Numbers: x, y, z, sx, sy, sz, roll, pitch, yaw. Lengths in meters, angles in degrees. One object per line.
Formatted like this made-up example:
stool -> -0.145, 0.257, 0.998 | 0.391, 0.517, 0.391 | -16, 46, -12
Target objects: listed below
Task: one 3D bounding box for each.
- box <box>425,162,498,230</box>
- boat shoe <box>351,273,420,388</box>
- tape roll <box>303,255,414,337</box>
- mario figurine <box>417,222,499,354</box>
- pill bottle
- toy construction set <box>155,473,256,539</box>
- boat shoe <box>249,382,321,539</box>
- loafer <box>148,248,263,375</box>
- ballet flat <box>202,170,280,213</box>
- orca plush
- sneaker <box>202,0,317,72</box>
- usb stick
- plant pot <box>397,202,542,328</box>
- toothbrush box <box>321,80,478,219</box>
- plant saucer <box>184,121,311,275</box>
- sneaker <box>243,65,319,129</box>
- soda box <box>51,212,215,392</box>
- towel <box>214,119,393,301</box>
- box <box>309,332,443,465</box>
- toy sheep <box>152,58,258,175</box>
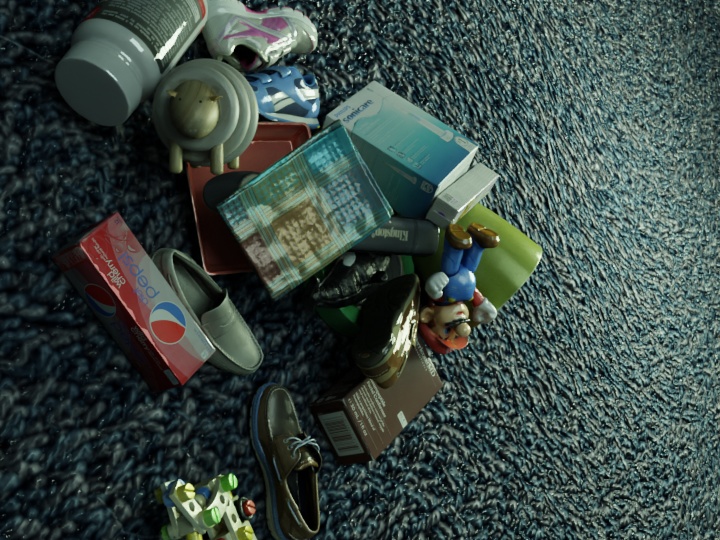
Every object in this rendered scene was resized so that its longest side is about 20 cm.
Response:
box -> 0.156, -0.114, 1.327 | 0.041, 0.039, 0.200 | 35, 32, 9
boat shoe -> 0.043, 0.085, 1.229 | 0.074, 0.075, 0.201 | 62, 34, -26
tape roll -> -0.002, -0.004, 1.302 | 0.199, 0.048, 0.202 | 17, 66, -42
mario figurine -> 0.148, 0.039, 1.270 | 0.122, 0.202, 0.106 | 12, 28, -1
pill bottle -> -0.274, -0.275, 1.056 | 0.114, 0.113, 0.201 | 45, 48, -26
toy construction set -> -0.161, 0.319, 0.993 | 0.131, 0.091, 0.202 | -19, 99, -72
boat shoe -> -0.084, 0.239, 1.115 | 0.072, 0.072, 0.202 | -5, 81, -47
loafer -> -0.185, 0.053, 1.073 | 0.200, 0.069, 0.070 | 48, 48, -25
ballet flat -> -0.102, -0.095, 1.136 | 0.199, 0.073, 0.074 | 9, 70, -33
orca plush -> 0.000, 0.000, 1.193 | 0.199, 0.071, 0.106 | -12, 97, -57
sneaker -> -0.144, -0.320, 1.242 | 0.199, 0.081, 0.089 | -3, 80, -39
usb stick -> 0.037, -0.049, 1.213 | 0.199, 0.032, 0.056 | 3, 102, -44
plant pot -> 0.153, -0.039, 1.404 | 0.200, 0.187, 0.187 | 44, 47, -7
toothbrush box -> 0.053, -0.180, 1.323 | 0.199, 0.086, 0.146 | 34, 44, 10
plant saucer -> -0.142, -0.097, 1.173 | 0.198, 0.037, 0.202 | -6, 82, -36
sneaker -> -0.130, -0.248, 1.218 | 0.199, 0.073, 0.083 | 3, 99, -54
soda box -> -0.256, 0.039, 1.007 | 0.201, 0.063, 0.070 | 58, 44, -17
towel -> -0.065, -0.075, 1.102 | 0.199, 0.022, 0.147 | -37, 108, -18
box -> 0.027, 0.179, 1.256 | 0.200, 0.075, 0.101 | -39, 106, -48
toy sheep -> -0.183, -0.186, 1.056 | 0.139, 0.137, 0.200 | 63, 4, -10
